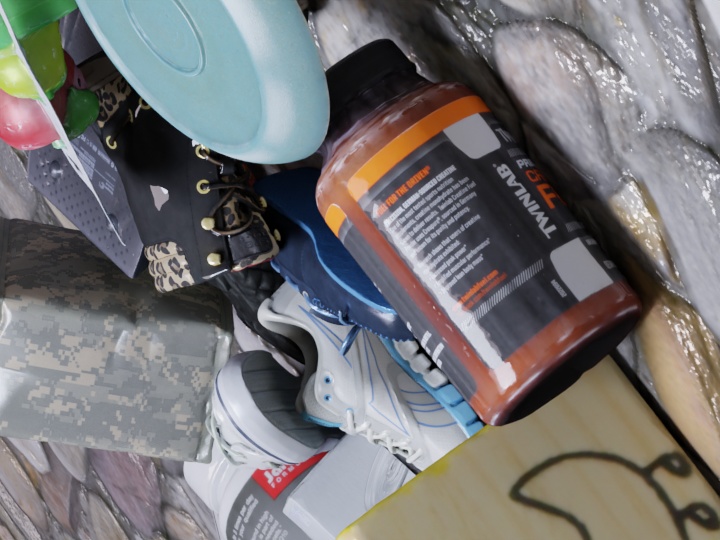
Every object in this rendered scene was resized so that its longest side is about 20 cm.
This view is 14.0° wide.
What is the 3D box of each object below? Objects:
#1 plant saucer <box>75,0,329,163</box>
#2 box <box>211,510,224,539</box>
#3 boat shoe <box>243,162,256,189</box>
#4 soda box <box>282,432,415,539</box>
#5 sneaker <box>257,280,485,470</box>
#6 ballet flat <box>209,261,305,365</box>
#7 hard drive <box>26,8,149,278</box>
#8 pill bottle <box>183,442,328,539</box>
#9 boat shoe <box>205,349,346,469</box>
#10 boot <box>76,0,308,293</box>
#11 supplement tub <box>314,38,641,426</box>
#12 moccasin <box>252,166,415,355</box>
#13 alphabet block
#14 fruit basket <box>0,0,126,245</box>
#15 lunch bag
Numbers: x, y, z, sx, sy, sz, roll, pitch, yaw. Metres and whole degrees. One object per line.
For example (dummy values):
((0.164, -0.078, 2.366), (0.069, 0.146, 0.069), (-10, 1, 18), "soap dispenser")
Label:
((-0.094, -0.133, 1.513), (0.200, 0.027, 0.200), (40, 154, 25), "plant saucer")
((-0.023, 0.238, 2.151), (0.200, 0.060, 0.117), (41, 154, 37), "box")
((-0.122, -0.044, 1.946), (0.063, 0.071, 0.200), (57, 155, -11), "boat shoe")
((0.047, 0.190, 1.855), (0.200, 0.068, 0.063), (43, 167, 5), "soda box")
((0.008, 0.083, 1.818), (0.200, 0.087, 0.075), (52, 158, 6), "sneaker")
((-0.055, 0.009, 1.864), (0.066, 0.057, 0.200), (30, 168, 35), "ballet flat")
((-0.148, -0.111, 1.846), (0.135, 0.042, 0.200), (41, 131, 35), "hard drive")
((-0.023, 0.172, 1.978), (0.200, 0.114, 0.114), (43, 156, 30), "pill bottle")
((-0.062, 0.100, 1.853), (0.074, 0.067, 0.200), (65, -168, 16), "boat shoe")
((-0.083, -0.075, 1.712), (0.200, 0.073, 0.151), (-18, 92, 44), "boot")
((0.049, -0.024, 1.537), (0.200, 0.107, 0.107), (52, 159, 11), "supplement tub")
((0.000, 0.000, 1.738), (0.200, 0.080, 0.068), (-133, 33, -58), "moccasin")
((0.102, 0.195, 1.629), (0.200, 0.195, 0.196), (51, 157, 9), "alphabet block")
((-0.194, -0.132, 1.688), (0.200, 0.094, 0.185), (58, 177, -34), "fruit basket")
((-0.173, 0.037, 1.958), (0.200, 0.164, 0.118), (-99, 19, -67), "lunch bag")
